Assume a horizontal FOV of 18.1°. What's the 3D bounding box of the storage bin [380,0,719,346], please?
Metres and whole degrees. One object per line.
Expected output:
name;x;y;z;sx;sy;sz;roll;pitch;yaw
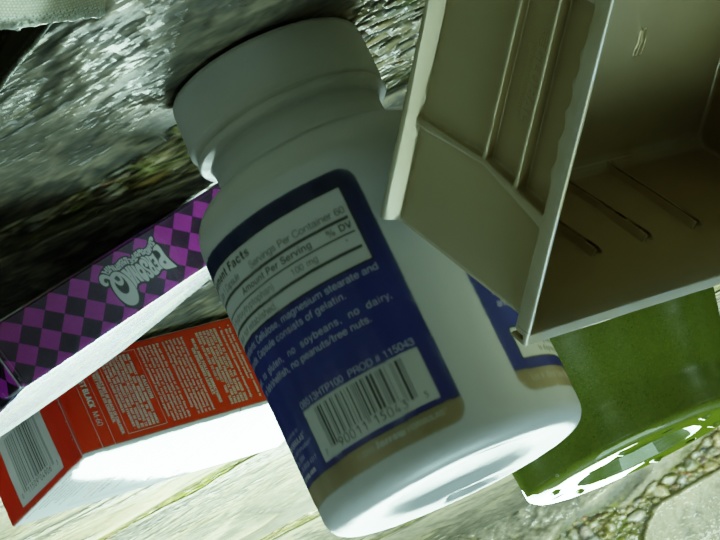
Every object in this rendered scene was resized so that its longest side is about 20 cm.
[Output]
storage bin;0.127;-0.098;0.886;0.200;0.094;0.199;-14;129;-38

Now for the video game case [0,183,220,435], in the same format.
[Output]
video game case;-0.153;0.041;1.077;0.181;0.036;0.200;-37;180;41

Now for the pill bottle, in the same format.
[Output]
pill bottle;0.000;0.000;0.961;0.119;0.200;0.120;-23;166;-6

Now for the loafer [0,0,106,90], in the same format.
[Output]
loafer;-0.098;-0.107;0.671;0.076;0.068;0.200;-15;163;-37

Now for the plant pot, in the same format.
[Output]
plant pot;0.111;0.016;1.232;0.200;0.193;0.200;-24;166;-6

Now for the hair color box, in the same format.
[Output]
hair color box;-0.115;0.082;1.352;0.200;0.064;0.111;-13;160;-38
